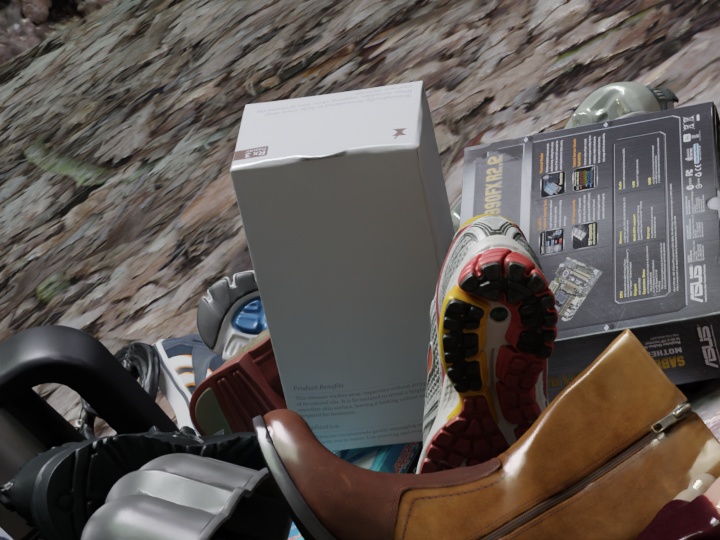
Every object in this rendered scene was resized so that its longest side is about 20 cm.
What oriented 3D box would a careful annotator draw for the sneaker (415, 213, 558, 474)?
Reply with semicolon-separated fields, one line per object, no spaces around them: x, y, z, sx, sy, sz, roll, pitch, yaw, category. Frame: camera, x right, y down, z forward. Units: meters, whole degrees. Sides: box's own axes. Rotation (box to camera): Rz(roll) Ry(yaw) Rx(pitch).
0.072;0.059;1.545;0.077;0.201;0.082;4;34;-6;sneaker

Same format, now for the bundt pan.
-0.112;0.184;1.513;0.202;0.075;0.202;-58;-18;-31;bundt pan

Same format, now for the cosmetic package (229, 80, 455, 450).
0.000;0.000;1.645;0.112;0.201;0.081;-5;29;9;cosmetic package

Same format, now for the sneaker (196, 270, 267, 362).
-0.007;0.027;1.891;0.199;0.075;0.087;-2;-8;0;sneaker

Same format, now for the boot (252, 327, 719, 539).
0.066;0.094;1.453;0.200;0.188;0.069;-39;-25;-9;boot

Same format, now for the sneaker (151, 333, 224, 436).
-0.090;0.086;1.967;0.079;0.079;0.200;-39;26;1;sneaker

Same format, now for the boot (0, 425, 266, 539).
-0.152;0.129;1.681;0.198;0.074;0.162;-6;1;-44;boot

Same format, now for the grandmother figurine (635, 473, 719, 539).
0.172;0.122;1.361;0.200;0.061;0.121;-33;7;-2;grandmother figurine

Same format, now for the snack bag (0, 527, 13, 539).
-0.207;0.213;1.618;0.021;0.200;0.189;-39;11;29;snack bag

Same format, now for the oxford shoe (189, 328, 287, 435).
-0.019;0.043;1.786;0.199;0.071;0.075;-25;13;28;oxford shoe

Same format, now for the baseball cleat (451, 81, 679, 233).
0.140;-0.054;1.947;0.200;0.070;0.106;-38;-17;28;baseball cleat

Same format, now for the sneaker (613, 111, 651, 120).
0.109;-0.028;1.809;0.200;0.074;0.115;-45;22;-29;sneaker

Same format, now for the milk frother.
-0.226;0.099;1.906;0.180;0.188;0.200;-42;31;3;milk frother

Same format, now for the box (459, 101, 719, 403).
0.136;-0.008;1.651;0.158;0.048;0.200;-11;37;13;box

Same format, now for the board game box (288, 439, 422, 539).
-0.021;0.138;1.724;0.151;0.047;0.200;-24;19;33;board game box
